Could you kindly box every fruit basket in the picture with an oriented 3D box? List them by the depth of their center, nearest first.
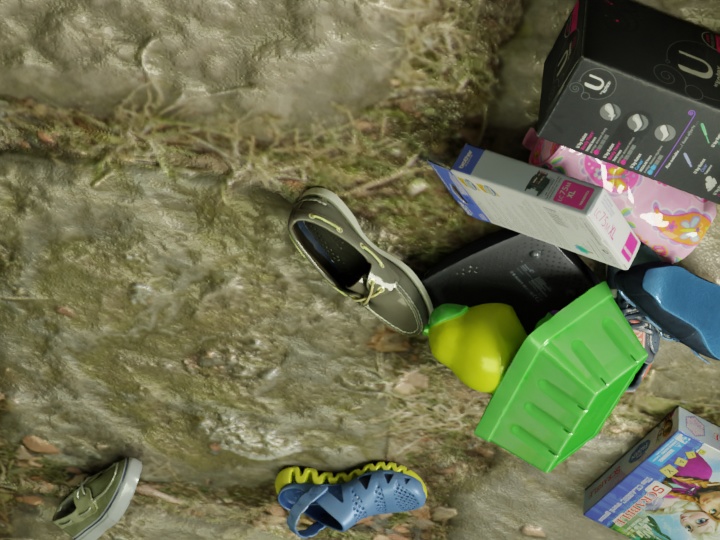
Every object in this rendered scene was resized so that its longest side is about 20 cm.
[{"bbox_3d":[0.177,0.093,1.765,0.216,0.155,0.216,30,136,34],"label":"fruit basket"}]

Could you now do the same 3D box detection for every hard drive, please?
[{"bbox_3d":[0.153,0.020,1.800,0.200,0.042,0.135,-28,122,32],"label":"hard drive"}]

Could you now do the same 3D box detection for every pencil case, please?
[{"bbox_3d":[0.260,-0.090,1.650,0.200,0.087,0.087,32,131,-18],"label":"pencil case"}]

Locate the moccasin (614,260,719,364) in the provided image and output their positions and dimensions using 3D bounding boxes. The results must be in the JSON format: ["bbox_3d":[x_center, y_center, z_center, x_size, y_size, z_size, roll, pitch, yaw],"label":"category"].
[{"bbox_3d":[0.335,0.034,1.716,0.068,0.081,0.200,9,159,43],"label":"moccasin"}]

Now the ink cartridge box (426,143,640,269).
[{"bbox_3d":[0.173,-0.069,1.650,0.200,0.042,0.119,19,164,35],"label":"ink cartridge box"}]

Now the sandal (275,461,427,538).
[{"bbox_3d":[-0.014,0.294,2.061,0.200,0.087,0.080,-8,129,16],"label":"sandal"}]

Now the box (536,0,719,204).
[{"bbox_3d":[0.279,-0.164,1.547,0.200,0.122,0.106,19,133,-8],"label":"box"}]

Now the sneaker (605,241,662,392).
[{"bbox_3d":[0.296,0.050,1.769,0.075,0.085,0.200,3,133,9],"label":"sneaker"}]

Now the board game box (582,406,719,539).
[{"bbox_3d":[0.406,0.271,1.983,0.199,0.041,0.200,26,132,-13],"label":"board game box"}]

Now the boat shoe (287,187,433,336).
[{"bbox_3d":[-0.002,0.001,1.773,0.202,0.060,0.072,47,125,-11],"label":"boat shoe"}]

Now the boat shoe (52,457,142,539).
[{"bbox_3d":[-0.345,0.300,2.144,0.062,0.072,0.200,26,135,-16],"label":"boat shoe"}]
